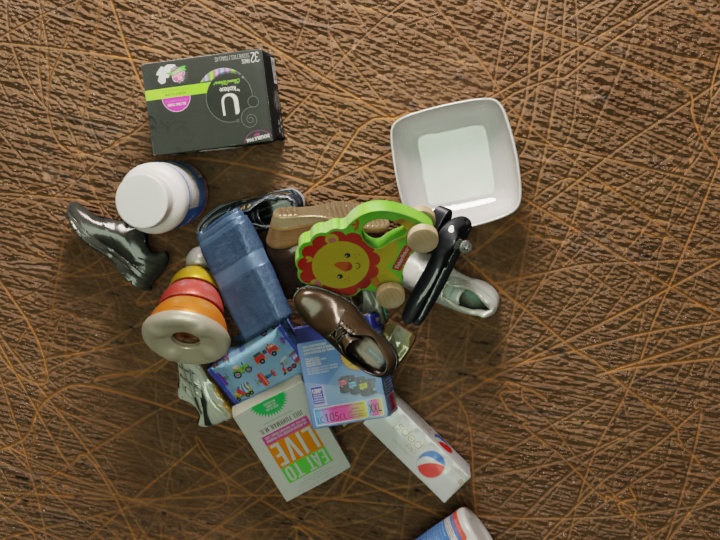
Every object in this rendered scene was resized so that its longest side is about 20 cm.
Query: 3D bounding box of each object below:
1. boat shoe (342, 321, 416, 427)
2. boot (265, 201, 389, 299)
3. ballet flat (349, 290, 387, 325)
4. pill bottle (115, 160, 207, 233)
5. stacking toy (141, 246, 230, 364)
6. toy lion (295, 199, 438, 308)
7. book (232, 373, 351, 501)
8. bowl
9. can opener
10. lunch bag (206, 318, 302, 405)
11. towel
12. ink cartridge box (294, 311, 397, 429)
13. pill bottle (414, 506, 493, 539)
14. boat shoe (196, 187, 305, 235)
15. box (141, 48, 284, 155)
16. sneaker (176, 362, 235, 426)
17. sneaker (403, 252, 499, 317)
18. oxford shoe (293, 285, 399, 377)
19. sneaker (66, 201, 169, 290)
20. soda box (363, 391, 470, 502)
[{"bbox_3d":[0.015,0.176,1.549,0.066,0.074,0.201,37,93,6],"label":"boat shoe"},{"bbox_3d":[-0.056,-0.027,1.481,0.198,0.073,0.168,2,126,-3],"label":"boot"},{"bbox_3d":[0.000,0.000,1.520,0.063,0.067,0.202,-10,99,-1],"label":"ballet flat"},{"bbox_3d":[-0.324,-0.119,1.458,0.111,0.200,0.113,1,99,6],"label":"pill bottle"},{"bbox_3d":[-0.276,0.043,1.509,0.145,0.201,0.147,4,143,3],"label":"stacking toy"},{"bbox_3d":[0.000,-0.030,1.406,0.190,0.069,0.201,17,128,-16],"label":"toy lion"},{"bbox_3d":[-0.116,0.287,1.556,0.133,0.048,0.201,-26,115,3],"label":"book"},{"bbox_3d":[0.157,-0.171,1.478,0.198,0.075,0.202,-11,96,7],"label":"bowl"},{"bbox_3d":[0.123,-0.001,1.454,0.063,0.078,0.202,7,109,-41],"label":"can opener"},{"bbox_3d":[-0.146,0.196,1.561,0.150,0.094,0.201,-31,104,6],"label":"lunch bag"},{"bbox_3d":[-0.188,0.006,1.473,0.111,0.048,0.201,-28,85,34],"label":"towel"},{"bbox_3d":[-0.027,0.147,1.483,0.135,0.076,0.202,-12,87,11],"label":"ink cartridge box"},{"bbox_3d":[0.132,0.511,1.563,0.199,0.112,0.113,-37,94,9],"label":"pill bottle"},{"bbox_3d":[-0.192,-0.089,1.514,0.199,0.091,0.071,-20,96,8],"label":"boat shoe"},{"bbox_3d":[-0.238,-0.273,1.475,0.198,0.124,0.150,-7,97,5],"label":"box"},{"bbox_3d":[-0.296,0.184,1.573,0.087,0.076,0.201,-30,90,18],"label":"sneaker"},{"bbox_3d":[0.141,0.023,1.507,0.199,0.080,0.071,21,102,3],"label":"sneaker"},{"bbox_3d":[-0.024,0.091,1.399,0.199,0.084,0.073,36,97,6],"label":"oxford shoe"},{"bbox_3d":[-0.417,-0.057,1.557,0.200,0.076,0.091,41,90,-9],"label":"sneaker"},{"bbox_3d":[0.099,0.302,1.559,0.200,0.064,0.068,44,100,-3],"label":"soda box"}]
